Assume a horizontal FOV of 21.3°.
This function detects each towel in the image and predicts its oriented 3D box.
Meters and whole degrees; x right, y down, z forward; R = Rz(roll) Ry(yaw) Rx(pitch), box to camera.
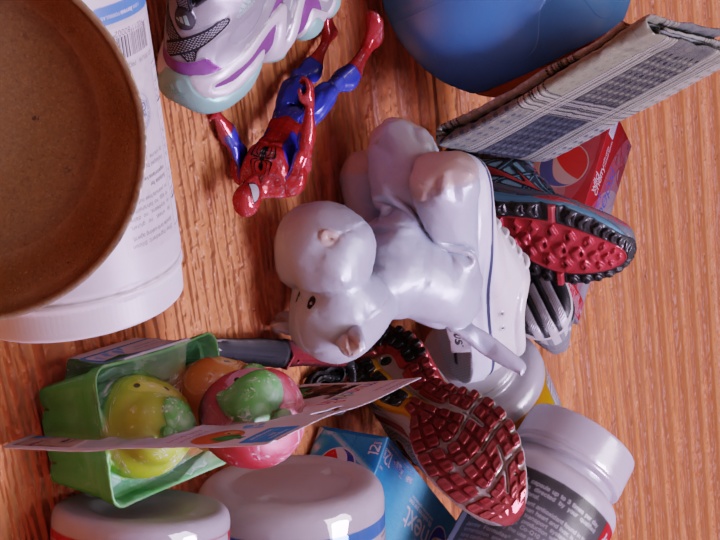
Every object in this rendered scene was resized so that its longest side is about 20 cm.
[{"bbox_3d":[0.175,-0.141,1.468,0.192,0.199,0.035,2,65,-59],"label":"towel"}]

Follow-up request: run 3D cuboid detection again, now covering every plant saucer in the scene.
[{"bbox_3d":[-0.208,-0.072,0.985,0.035,0.199,0.202,-92,176,-69],"label":"plant saucer"}]

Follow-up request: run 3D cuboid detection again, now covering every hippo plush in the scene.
[{"bbox_3d":[0.000,0.000,1.430,0.160,0.159,0.201,-24,113,-28],"label":"hippo plush"}]

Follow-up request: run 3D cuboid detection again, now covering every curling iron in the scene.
[{"bbox_3d":[-0.056,0.072,1.415,0.200,0.025,0.050,24,71,-59],"label":"curling iron"}]

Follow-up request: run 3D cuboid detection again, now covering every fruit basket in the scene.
[{"bbox_3d":[-0.090,0.082,1.184,0.185,0.199,0.094,-17,95,-58],"label":"fruit basket"}]

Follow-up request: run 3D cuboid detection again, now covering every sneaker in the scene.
[{"bbox_3d":[0.134,-0.014,1.655,0.116,0.075,0.201,55,16,-63],"label":"sneaker"},{"bbox_3d":[0.095,-0.008,1.508,0.071,0.073,0.201,-24,129,-28],"label":"sneaker"},{"bbox_3d":[0.136,-0.058,1.558,0.080,0.199,0.096,89,26,-44],"label":"sneaker"},{"bbox_3d":[0.068,0.126,1.494,0.078,0.200,0.082,-33,140,-8],"label":"sneaker"},{"bbox_3d":[-0.064,-0.209,1.262,0.140,0.077,0.200,97,19,-46],"label":"sneaker"}]

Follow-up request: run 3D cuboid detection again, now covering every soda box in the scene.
[{"bbox_3d":[0.021,0.202,1.538,0.200,0.064,0.068,53,50,-50],"label":"soda box"},{"bbox_3d":[0.190,-0.053,1.788,0.063,0.070,0.201,54,49,-51],"label":"soda box"}]

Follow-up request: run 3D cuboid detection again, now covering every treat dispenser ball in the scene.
[{"bbox_3d":[0.113,-0.234,1.486,0.201,0.200,0.202,-17,110,-59],"label":"treat dispenser ball"}]

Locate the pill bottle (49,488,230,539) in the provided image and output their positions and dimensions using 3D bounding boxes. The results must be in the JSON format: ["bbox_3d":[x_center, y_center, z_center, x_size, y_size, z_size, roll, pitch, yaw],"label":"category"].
[{"bbox_3d":[-0.141,0.246,1.206,0.114,0.113,0.202,-8,102,-60],"label":"pill bottle"}]

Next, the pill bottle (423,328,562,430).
[{"bbox_3d":[0.119,0.125,1.654,0.110,0.109,0.200,-64,144,-32],"label":"pill bottle"}]

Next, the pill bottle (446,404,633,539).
[{"bbox_3d":[0.132,0.216,1.522,0.201,0.113,0.114,-58,143,-20],"label":"pill bottle"}]

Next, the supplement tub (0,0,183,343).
[{"bbox_3d":[-0.174,-0.075,1.073,0.132,0.131,0.201,-35,125,-53],"label":"supplement tub"}]

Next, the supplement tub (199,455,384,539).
[{"bbox_3d":[-0.046,0.242,1.342,0.132,0.131,0.202,-22,112,-58],"label":"supplement tub"}]

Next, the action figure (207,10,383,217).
[{"bbox_3d":[-0.050,-0.129,1.353,0.099,0.065,0.201,73,35,-49],"label":"action figure"}]
